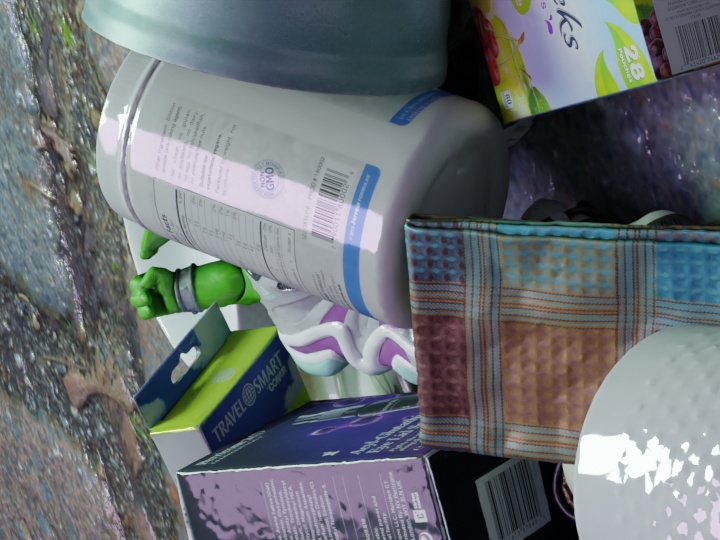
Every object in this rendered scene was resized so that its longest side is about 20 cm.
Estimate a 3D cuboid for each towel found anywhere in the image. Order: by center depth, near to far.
[{"bbox_3d":[0.123,0.041,1.223,0.200,0.022,0.147,4,119,16],"label":"towel"}]

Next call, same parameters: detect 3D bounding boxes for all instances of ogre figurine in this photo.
[{"bbox_3d":[-0.074,-0.052,1.576,0.098,0.120,0.200,87,-159,-80],"label":"ogre figurine"}]

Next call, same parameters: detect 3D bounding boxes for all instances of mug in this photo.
[{"bbox_3d":[0.215,0.078,1.092,0.175,0.148,0.200,5,82,51],"label":"mug"}]

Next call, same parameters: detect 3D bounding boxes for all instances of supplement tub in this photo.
[{"bbox_3d":[-0.031,-0.057,1.319,0.200,0.132,0.132,22,130,27],"label":"supplement tub"}]

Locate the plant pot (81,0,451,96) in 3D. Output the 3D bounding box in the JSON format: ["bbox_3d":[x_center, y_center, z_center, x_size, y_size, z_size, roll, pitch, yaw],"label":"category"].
[{"bbox_3d":[-0.039,-0.184,1.269,0.200,0.200,0.134,35,119,53],"label":"plant pot"}]

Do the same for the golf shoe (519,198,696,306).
[{"bbox_3d":[0.117,-0.003,1.299,0.200,0.078,0.095,-46,62,60],"label":"golf shoe"}]

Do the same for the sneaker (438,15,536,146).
[{"bbox_3d":[0.042,-0.084,1.382,0.067,0.090,0.200,63,154,16],"label":"sneaker"}]

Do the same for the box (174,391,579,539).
[{"bbox_3d":[0.013,0.142,1.450,0.200,0.148,0.104,-7,101,37],"label":"box"}]

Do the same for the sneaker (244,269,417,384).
[{"bbox_3d":[0.000,0.000,1.441,0.200,0.078,0.140,-8,131,41],"label":"sneaker"}]

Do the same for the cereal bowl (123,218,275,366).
[{"bbox_3d":[-0.098,-0.025,1.727,0.200,0.083,0.200,43,143,46],"label":"cereal bowl"}]

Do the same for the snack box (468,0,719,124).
[{"bbox_3d":[0.107,-0.186,1.203,0.169,0.068,0.200,-7,101,66],"label":"snack box"}]

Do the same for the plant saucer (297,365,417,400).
[{"bbox_3d":[0.016,0.096,1.610,0.200,0.050,0.200,44,143,46],"label":"plant saucer"}]

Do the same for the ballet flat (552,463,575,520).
[{"bbox_3d":[0.151,0.084,1.296,0.073,0.073,0.200,61,153,22],"label":"ballet flat"}]

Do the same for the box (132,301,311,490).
[{"bbox_3d":[-0.067,0.133,1.558,0.048,0.122,0.200,-8,117,32],"label":"box"}]
